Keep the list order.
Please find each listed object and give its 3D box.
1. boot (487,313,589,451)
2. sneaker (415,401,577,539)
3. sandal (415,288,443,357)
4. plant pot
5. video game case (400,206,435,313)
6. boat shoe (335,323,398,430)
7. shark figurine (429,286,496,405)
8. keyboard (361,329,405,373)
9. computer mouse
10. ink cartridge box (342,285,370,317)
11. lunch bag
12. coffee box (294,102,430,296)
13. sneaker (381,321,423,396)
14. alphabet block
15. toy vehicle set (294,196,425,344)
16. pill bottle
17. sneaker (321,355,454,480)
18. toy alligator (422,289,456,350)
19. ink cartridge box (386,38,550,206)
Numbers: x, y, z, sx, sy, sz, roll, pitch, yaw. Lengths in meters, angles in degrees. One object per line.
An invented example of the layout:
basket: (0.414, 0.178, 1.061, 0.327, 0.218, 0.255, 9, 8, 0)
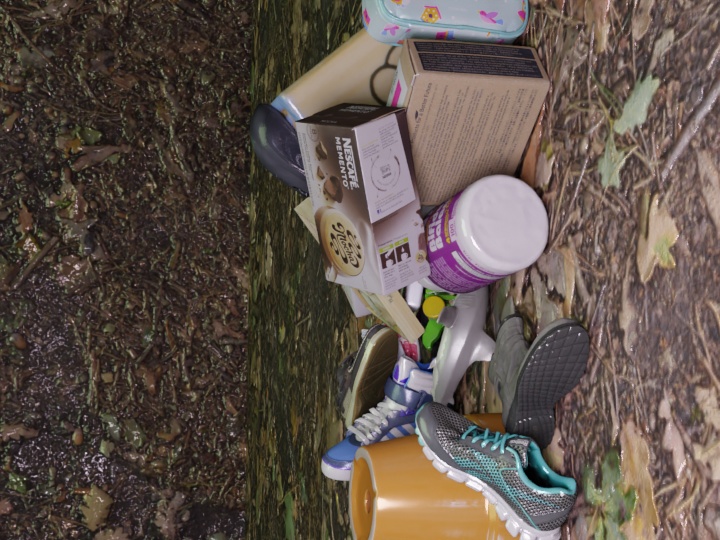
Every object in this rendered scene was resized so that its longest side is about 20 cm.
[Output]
boot: (0.179, 0.093, 1.238, 0.131, 0.067, 0.200, -105, 20, -44)
sneaker: (0.149, 0.197, 1.210, 0.078, 0.200, 0.091, -36, -20, -50)
sandal: (0.097, 0.057, 1.604, 0.075, 0.048, 0.201, 107, 160, -46)
plant pot: (0.088, 0.268, 1.339, 0.200, 0.183, 0.201, -178, 90, -76)
video game case: (0.081, -0.039, 1.587, 0.182, 0.023, 0.201, 101, 178, -83)
boat shoe: (-0.001, 0.142, 1.545, 0.066, 0.072, 0.201, 40, 140, 28)
shark figurine: (0.133, 0.117, 1.415, 0.128, 0.089, 0.215, -18, -58, -70)
keyboard: (0.055, 0.158, 1.591, 0.011, 0.056, 0.200, -61, -40, -42)
computer mouse: (-0.086, -0.133, 1.508, 0.200, 0.053, 0.139, 49, 168, 5)
ink cartridge box: (0.002, -0.008, 1.831, 0.116, 0.066, 0.201, -116, 13, -60)
lunch bag: (0.097, -0.345, 1.354, 0.077, 0.199, 0.161, 144, 128, -70)
coffee box: (0.004, -0.084, 1.313, 0.113, 0.080, 0.201, 16, 122, 49)
sneaker: (0.055, 0.128, 1.628, 0.200, 0.080, 0.075, 87, -156, -50)
alphabet block: (0.003, -0.208, 1.563, 0.196, 0.200, 0.196, 53, 167, -9)
toy vehicle set: (0.000, 0.000, 1.487, 0.200, 0.027, 0.124, 55, 169, -34)
pill bottle: (0.128, -0.034, 1.339, 0.200, 0.112, 0.113, 148, 123, -66)
sneaker: (0.034, 0.183, 1.516, 0.081, 0.199, 0.147, 34, 133, 59)
toy alligator: (0.118, 0.009, 1.532, 0.059, 0.054, 0.201, 56, -142, -70)
ink cartridge box: (0.111, -0.169, 1.346, 0.200, 0.164, 0.075, 108, 159, -45)
